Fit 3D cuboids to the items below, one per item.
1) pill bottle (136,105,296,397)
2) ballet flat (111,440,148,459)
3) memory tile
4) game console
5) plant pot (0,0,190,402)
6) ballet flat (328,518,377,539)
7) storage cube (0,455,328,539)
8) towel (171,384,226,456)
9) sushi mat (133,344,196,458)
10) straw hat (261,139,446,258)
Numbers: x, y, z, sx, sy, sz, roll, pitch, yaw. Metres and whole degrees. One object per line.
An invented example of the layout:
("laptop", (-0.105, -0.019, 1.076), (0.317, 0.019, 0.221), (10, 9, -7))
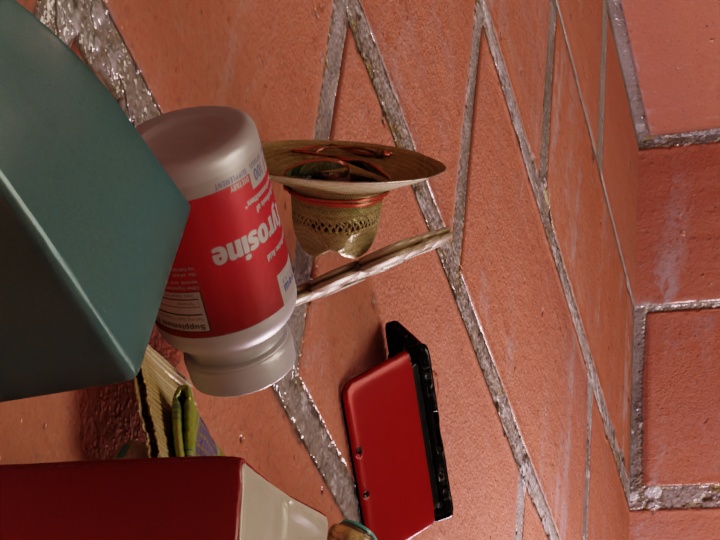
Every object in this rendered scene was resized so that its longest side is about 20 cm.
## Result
("pill bottle", (-0.110, -0.011, 1.330), (0.113, 0.111, 0.201), (-68, 150, -56))
("ballet flat", (-0.136, 0.210, 1.277), (0.063, 0.067, 0.202), (-92, 171, -62))
("memory tile", (0.000, 0.000, 1.646), (0.017, 0.152, 0.200), (67, 18, 1))
("game console", (0.025, 0.178, 1.917), (0.172, 0.118, 0.202), (-140, -141, -68))
("plant pot", (-0.209, -0.048, 0.969), (0.142, 0.140, 0.201), (-78, 150, -44))
("ballet flat", (0.004, 0.305, 1.751), (0.200, 0.070, 0.071), (59, 31, -59))
("storage cube", (-0.130, 0.217, 1.089), (0.171, 0.178, 0.202), (50, 40, -64))
("towel", (-0.100, 0.181, 1.305), (0.200, 0.023, 0.145), (71, 6, -62))
("sushi mat", (-0.137, 0.109, 1.294), (0.200, 0.012, 0.097), (66, 8, -74))
("straw hat", (-0.020, -0.055, 1.547), (0.201, 0.199, 0.086), (-40, 135, -70))
